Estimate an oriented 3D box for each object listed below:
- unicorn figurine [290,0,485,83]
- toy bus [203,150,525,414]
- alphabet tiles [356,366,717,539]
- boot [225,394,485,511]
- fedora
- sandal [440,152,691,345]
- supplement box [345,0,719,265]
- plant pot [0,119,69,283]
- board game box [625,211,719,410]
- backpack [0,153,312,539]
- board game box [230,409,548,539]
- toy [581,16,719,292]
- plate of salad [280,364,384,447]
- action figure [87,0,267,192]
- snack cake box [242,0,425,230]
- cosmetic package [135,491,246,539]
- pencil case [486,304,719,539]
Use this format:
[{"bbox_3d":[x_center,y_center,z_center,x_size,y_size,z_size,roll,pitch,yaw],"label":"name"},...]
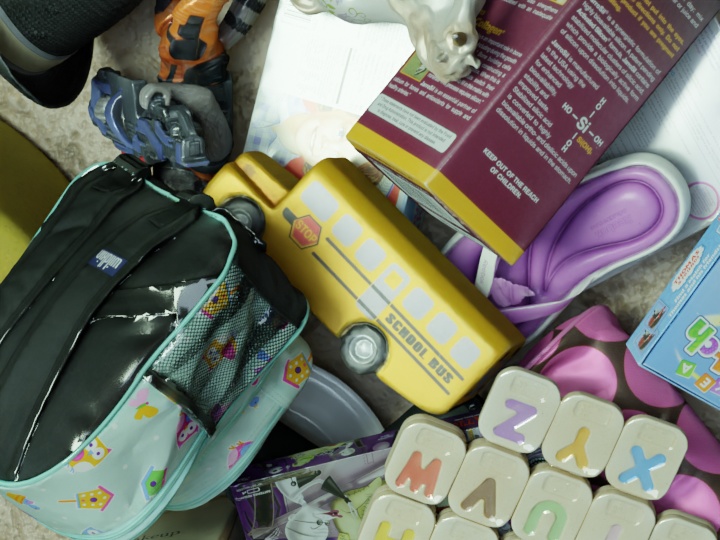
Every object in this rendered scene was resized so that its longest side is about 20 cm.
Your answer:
[{"bbox_3d":[0.034,-0.173,1.128,0.200,0.074,0.138,4,68,50],"label":"unicorn figurine"},{"bbox_3d":[0.000,0.000,1.165,0.200,0.065,0.078,46,105,10],"label":"toy bus"},{"bbox_3d":[0.103,0.159,1.142,0.199,0.015,0.196,21,111,-4],"label":"alphabet tiles"},{"bbox_3d":[0.006,0.119,1.212,0.162,0.073,0.198,-35,98,7],"label":"boot"},{"bbox_3d":[-0.182,-0.199,1.199,0.091,0.201,0.201,-16,91,16],"label":"fedora"},{"bbox_3d":[0.106,-0.006,1.173,0.203,0.050,0.083,-38,92,28],"label":"sandal"},{"bbox_3d":[0.100,-0.117,1.134,0.086,0.110,0.200,41,88,-32],"label":"supplement box"},{"bbox_3d":[-0.278,-0.001,1.261,0.200,0.194,0.196,29,103,-1],"label":"plant pot"},{"bbox_3d":[0.274,0.003,1.139,0.151,0.037,0.200,29,104,-19],"label":"board game box"},{"bbox_3d":[-0.141,0.058,1.124,0.200,0.153,0.176,-48,44,-14],"label":"backpack"},{"bbox_3d":[0.033,0.154,1.170,0.199,0.032,0.120,-14,112,5],"label":"board game box"},{"bbox_3d":[0.159,-0.064,1.194,0.200,0.047,0.115,-29,88,23],"label":"toy"},{"bbox_3d":[-0.070,0.148,1.283,0.199,0.048,0.201,1,101,5],"label":"plate of salad"},{"bbox_3d":[-0.098,-0.117,1.223,0.104,0.200,0.194,3,109,-26],"label":"action figure"},{"bbox_3d":[-0.008,-0.084,1.230,0.115,0.067,0.201,17,100,13],"label":"snack cake box"},{"bbox_3d":[-0.122,0.199,1.172,0.103,0.200,0.073,-11,101,6],"label":"cosmetic package"},{"bbox_3d":[0.173,0.122,1.191,0.094,0.091,0.200,-38,83,-14],"label":"pencil case"}]
